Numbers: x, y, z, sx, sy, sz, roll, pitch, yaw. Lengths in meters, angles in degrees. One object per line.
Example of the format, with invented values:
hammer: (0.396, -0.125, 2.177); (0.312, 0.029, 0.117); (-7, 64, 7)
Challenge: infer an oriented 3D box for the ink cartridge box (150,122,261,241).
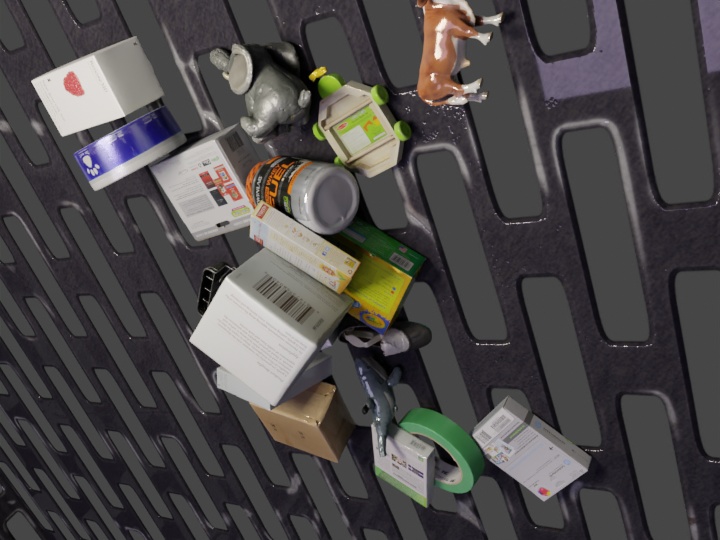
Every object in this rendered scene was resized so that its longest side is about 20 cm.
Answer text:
ink cartridge box: (-0.280, -0.166, 1.425); (0.200, 0.084, 0.176); (-11, 115, 38)

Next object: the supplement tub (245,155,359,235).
supplement tub: (-0.108, -0.136, 1.290); (0.200, 0.122, 0.123); (16, 132, 46)

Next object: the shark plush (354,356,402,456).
shark plush: (0.025, 0.279, 1.513); (0.091, 0.083, 0.201); (-1, 85, 41)

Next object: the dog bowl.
dog bowl: (-0.436, -0.233, 1.395); (0.200, 0.200, 0.079); (-15, 111, 39)

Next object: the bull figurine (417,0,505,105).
bull figurine: (0.134, -0.329, 1.055); (0.121, 0.065, 0.200); (22, 132, 21)

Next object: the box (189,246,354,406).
box: (-0.157, 0.092, 1.337); (0.199, 0.200, 0.171); (37, 119, 3)

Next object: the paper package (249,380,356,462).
paper package: (-0.127, 0.320, 1.638); (0.190, 0.104, 0.200); (13, 148, 25)

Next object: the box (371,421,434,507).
box: (0.093, 0.414, 1.585); (0.144, 0.036, 0.200); (26, 141, 28)

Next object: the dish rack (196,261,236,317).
dish rack: (-0.258, 0.078, 1.614); (0.200, 0.055, 0.154); (30, 134, 9)

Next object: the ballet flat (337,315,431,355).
ballet flat: (0.042, 0.136, 1.456); (0.200, 0.068, 0.068); (3, 122, 30)

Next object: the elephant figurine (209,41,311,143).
elephant figurine: (-0.170, -0.324, 1.218); (0.155, 0.141, 0.200); (-26, 87, 11)

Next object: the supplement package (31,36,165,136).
supplement package: (-0.501, -0.350, 1.405); (0.200, 0.120, 0.121); (-6, 118, 35)

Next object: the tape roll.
tape roll: (0.163, 0.379, 1.544); (0.200, 0.048, 0.201); (30, 143, 25)

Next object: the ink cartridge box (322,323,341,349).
ink cartridge box: (-0.150, 0.075, 1.496); (0.147, 0.086, 0.200); (-22, 108, 24)

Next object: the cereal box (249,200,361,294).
cereal box: (-0.101, -0.037, 1.279); (0.200, 0.040, 0.144); (33, 165, -2)

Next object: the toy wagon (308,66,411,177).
toy wagon: (-0.010, -0.253, 1.223); (0.155, 0.040, 0.200); (-22, 108, 41)

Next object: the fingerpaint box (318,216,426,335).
fingerpaint box: (0.000, 0.000, 1.379); (0.200, 0.073, 0.167); (31, 133, 10)

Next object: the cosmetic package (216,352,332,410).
cosmetic package: (-0.178, 0.213, 1.546); (0.151, 0.200, 0.052); (18, 115, 32)

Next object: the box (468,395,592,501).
box: (0.330, 0.355, 1.456); (0.200, 0.041, 0.156); (37, 135, 6)
